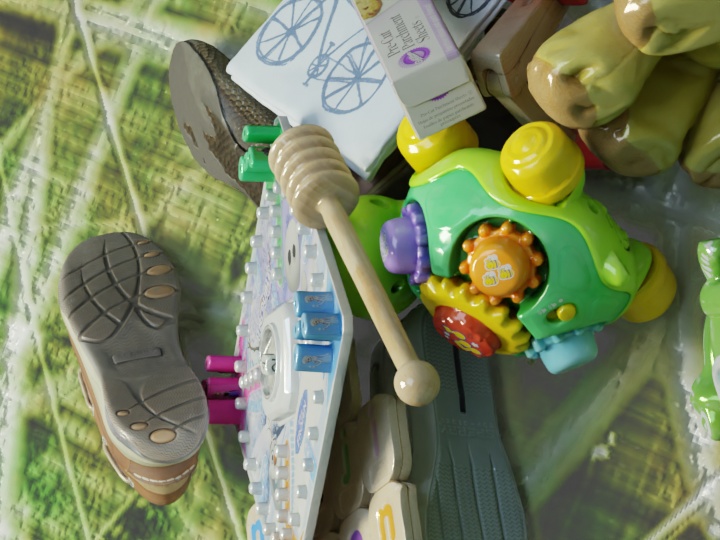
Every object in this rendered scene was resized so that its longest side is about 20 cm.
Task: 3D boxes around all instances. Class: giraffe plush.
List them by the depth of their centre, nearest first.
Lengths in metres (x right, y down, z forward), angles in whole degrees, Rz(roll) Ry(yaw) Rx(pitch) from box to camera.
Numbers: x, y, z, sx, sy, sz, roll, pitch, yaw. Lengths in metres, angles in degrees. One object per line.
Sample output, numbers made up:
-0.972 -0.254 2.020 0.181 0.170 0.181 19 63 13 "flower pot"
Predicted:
0.178 -0.161 1.521 0.200 0.173 0.162 -32 50 24 "giraffe plush"

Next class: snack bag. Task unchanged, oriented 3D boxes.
0.024 -0.157 1.688 0.200 0.021 0.189 -51 34 -1 "snack bag"

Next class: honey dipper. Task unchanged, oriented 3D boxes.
0.000 0.000 1.513 0.038 0.038 0.200 -48 42 21 "honey dipper"

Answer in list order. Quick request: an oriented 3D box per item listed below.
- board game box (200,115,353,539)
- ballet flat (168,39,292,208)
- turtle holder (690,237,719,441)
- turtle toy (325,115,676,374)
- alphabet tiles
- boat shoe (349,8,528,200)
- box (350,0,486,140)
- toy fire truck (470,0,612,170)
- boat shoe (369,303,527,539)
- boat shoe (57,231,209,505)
-0.050 0.050 1.633 0.200 0.026 0.200 -109 24 -52 "board game box"
-0.057 -0.074 1.771 0.200 0.046 0.067 48 141 44 "ballet flat"
0.221 0.044 1.429 0.185 0.141 0.132 -8 90 30 "turtle holder"
0.060 -0.009 1.565 0.200 0.146 0.101 14 65 44 "turtle toy"
-0.015 0.146 1.633 0.200 0.015 0.196 135 133 -56 "alphabet tiles"
0.030 -0.062 1.673 0.200 0.072 0.068 -51 43 9 "boat shoe"
0.021 -0.134 1.589 0.041 0.039 0.200 -25 31 3 "box"
0.087 -0.135 1.549 0.049 0.200 0.141 4 81 35 "toy fire truck"
0.042 0.117 1.620 0.067 0.074 0.200 -35 47 47 "boat shoe"
-0.137 0.058 1.777 0.200 0.076 0.072 -105 13 -46 "boat shoe"
